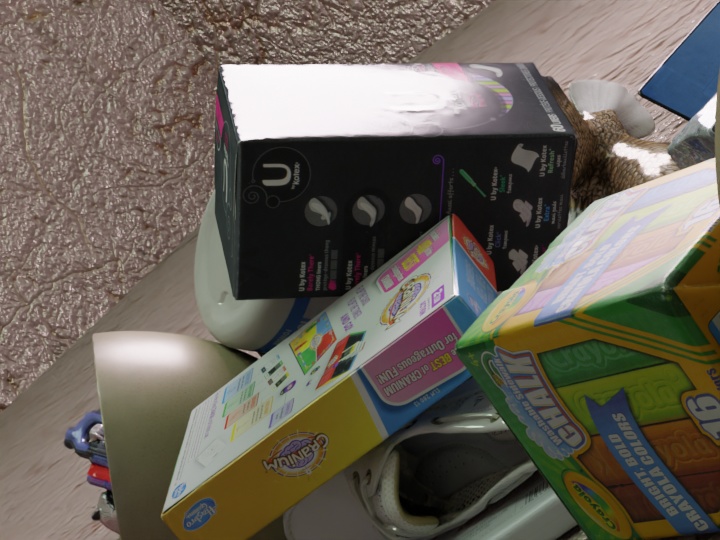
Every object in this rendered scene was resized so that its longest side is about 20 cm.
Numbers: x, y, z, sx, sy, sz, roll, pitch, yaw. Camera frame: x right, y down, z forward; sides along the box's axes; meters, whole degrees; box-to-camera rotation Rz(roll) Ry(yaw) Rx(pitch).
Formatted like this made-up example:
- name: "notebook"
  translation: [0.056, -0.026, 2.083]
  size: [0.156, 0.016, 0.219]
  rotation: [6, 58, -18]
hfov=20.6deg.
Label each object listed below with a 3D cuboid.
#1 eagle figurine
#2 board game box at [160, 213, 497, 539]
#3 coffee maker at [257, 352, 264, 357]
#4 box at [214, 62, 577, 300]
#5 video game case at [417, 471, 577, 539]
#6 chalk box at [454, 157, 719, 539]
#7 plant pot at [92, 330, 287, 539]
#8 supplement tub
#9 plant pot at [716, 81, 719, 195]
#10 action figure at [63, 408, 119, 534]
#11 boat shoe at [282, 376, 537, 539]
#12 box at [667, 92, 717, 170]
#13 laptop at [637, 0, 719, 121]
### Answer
- name: "eagle figurine"
  translation: [0.164, -0.068, 1.371]
  size: [0.152, 0.151, 0.200]
  rotation: [-21, -6, -11]
- name: "board game box"
  translation: [-0.014, 0.062, 1.090]
  size: [0.200, 0.040, 0.153]
  rotation: [-37, 13, 13]
- name: "coffee maker"
  translation: [-0.002, -0.008, 1.525]
  size: [0.200, 0.192, 0.135]
  rotation: [-42, -19, -32]
- name: "box"
  translation: [0.017, -0.057, 1.190]
  size: [0.200, 0.106, 0.122]
  rotation: [-2, 27, -10]
- name: "video game case"
  translation: [0.080, 0.121, 1.088]
  size: [0.200, 0.023, 0.182]
  rotation: [-38, 9, 16]
- name: "chalk box"
  translation: [0.139, 0.038, 0.901]
  size: [0.124, 0.125, 0.200]
  rotation: [-44, 11, -32]
- name: "plant pot"
  translation: [-0.097, 0.130, 1.324]
  size: [0.134, 0.201, 0.200]
  rotation: [-9, 7, -5]
- name: "supplement tub"
  translation: [0.000, 0.000, 1.350]
  size: [0.132, 0.200, 0.132]
  rotation: [-27, 58, 56]
- name: "plant pot"
  translation: [0.217, -0.019, 0.739]
  size: [0.200, 0.200, 0.135]
  rotation: [-61, -12, -68]
- name: "action figure"
  translation: [-0.159, 0.160, 1.758]
  size: [0.194, 0.105, 0.200]
  rotation: [-49, 36, -17]
- name: "boat shoe"
  translation: [0.026, 0.110, 1.054]
  size: [0.200, 0.071, 0.069]
  rotation: [-33, 9, 32]
- name: "box"
  translation: [0.273, -0.085, 0.967]
  size: [0.200, 0.132, 0.115]
  rotation: [-44, 8, -26]
- name: "laptop"
  translation: [0.307, -0.146, 1.189]
  size: [0.200, 0.116, 0.187]
  rotation: [-28, 14, 51]
